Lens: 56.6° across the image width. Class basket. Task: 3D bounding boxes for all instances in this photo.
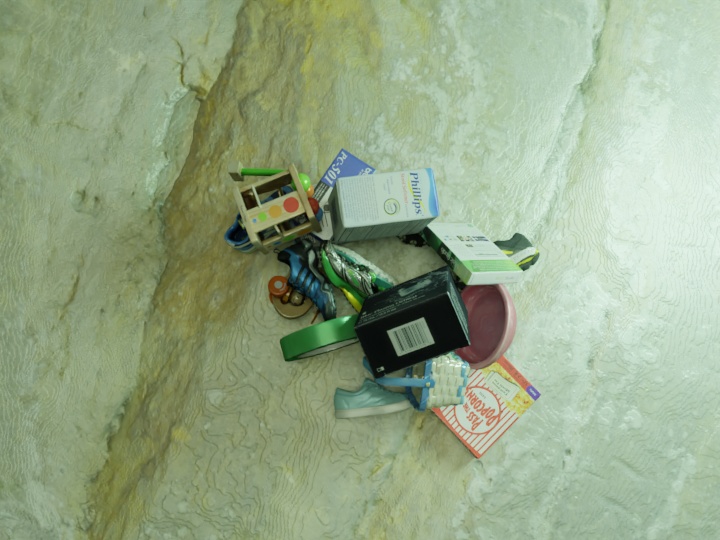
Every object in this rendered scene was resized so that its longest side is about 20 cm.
[{"bbox_3d":[0.113,0.211,1.394,0.199,0.176,0.140,2,98,-12],"label":"basket"}]

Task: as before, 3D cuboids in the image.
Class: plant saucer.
[{"bbox_3d":[0.269,0.116,1.449,0.051,0.200,0.202,13,79,-27],"label":"plant saucer"}]

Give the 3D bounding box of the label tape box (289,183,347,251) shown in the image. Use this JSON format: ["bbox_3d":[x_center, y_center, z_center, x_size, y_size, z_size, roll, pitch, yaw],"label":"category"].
[{"bbox_3d":[-0.068,-0.131,1.545,0.199,0.066,0.144,-16,80,-1],"label":"label tape box"}]

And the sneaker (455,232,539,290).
[{"bbox_3d":[0.305,-0.018,1.531,0.199,0.075,0.085,-22,56,1],"label":"sneaker"}]

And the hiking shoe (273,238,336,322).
[{"bbox_3d":[-0.115,0.032,1.453,0.086,0.074,0.201,-22,71,-10],"label":"hiking shoe"}]

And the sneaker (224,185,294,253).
[{"bbox_3d":[-0.225,-0.114,1.502,0.200,0.082,0.074,-43,65,16],"label":"sneaker"}]

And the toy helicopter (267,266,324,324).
[{"bbox_3d":[-0.106,0.037,1.513,0.200,0.079,0.132,-39,75,-19],"label":"toy helicopter"}]

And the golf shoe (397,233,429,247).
[{"bbox_3d":[0.094,-0.120,1.537,0.199,0.077,0.088,20,50,-11],"label":"golf shoe"}]

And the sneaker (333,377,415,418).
[{"bbox_3d":[0.037,0.274,1.468,0.199,0.074,0.082,-7,82,-3],"label":"sneaker"}]

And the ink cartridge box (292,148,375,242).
[{"bbox_3d":[-0.058,-0.164,1.498,0.094,0.044,0.200,32,80,3],"label":"ink cartridge box"}]

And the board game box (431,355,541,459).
[{"bbox_3d":[0.273,0.289,1.477,0.200,0.046,0.152,-44,82,-7],"label":"board game box"}]

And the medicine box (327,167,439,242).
[{"bbox_3d":[0.044,-0.132,1.389,0.199,0.182,0.104,-8,84,-9],"label":"medicine box"}]

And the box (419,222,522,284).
[{"bbox_3d":[0.236,-0.040,1.451,0.144,0.036,0.200,-1,34,-30],"label":"box"}]

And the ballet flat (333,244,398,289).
[{"bbox_3d":[0.000,0.000,1.514,0.199,0.072,0.072,32,81,-6],"label":"ballet flat"}]

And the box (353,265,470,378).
[{"bbox_3d":[0.106,0.098,1.332,0.196,0.200,0.118,-22,101,12],"label":"box"}]

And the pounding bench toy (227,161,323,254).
[{"bbox_3d":[-0.179,-0.164,1.412,0.155,0.124,0.201,-23,79,0],"label":"pounding bench toy"}]

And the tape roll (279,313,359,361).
[{"bbox_3d":[-0.071,0.143,1.426,0.199,0.200,0.048,-16,80,-3],"label":"tape roll"}]

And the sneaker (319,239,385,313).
[{"bbox_3d":[-0.017,0.004,1.449,0.085,0.078,0.200,-34,115,17],"label":"sneaker"}]
